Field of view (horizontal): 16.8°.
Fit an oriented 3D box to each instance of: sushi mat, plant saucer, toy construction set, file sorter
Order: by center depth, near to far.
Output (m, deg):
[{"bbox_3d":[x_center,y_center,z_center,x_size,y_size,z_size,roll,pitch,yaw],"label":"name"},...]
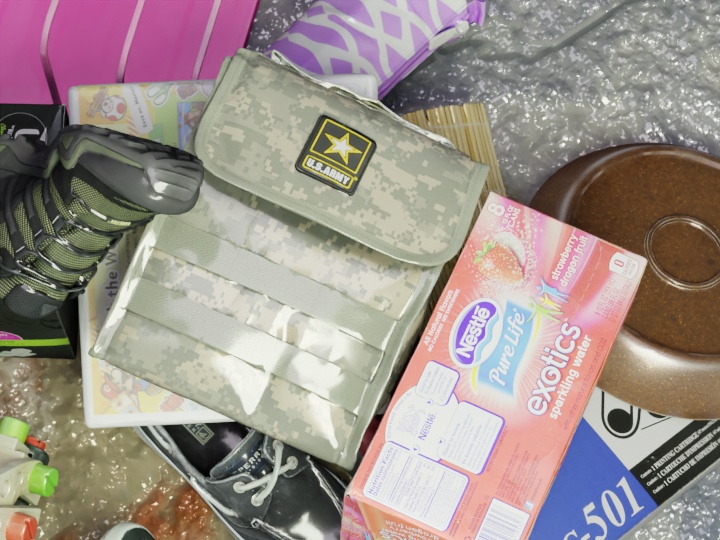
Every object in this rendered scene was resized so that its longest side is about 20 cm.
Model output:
[{"bbox_3d":[-0.255,0.106,1.429,0.199,0.131,0.092,29,77,24],"label":"toy construction set"},{"bbox_3d":[0.063,0.000,1.473,0.095,0.012,0.201,-12,86,-35],"label":"sushi mat"},{"bbox_3d":[0.196,-0.004,1.488,0.199,0.035,0.201,7,55,-10],"label":"plant saucer"},{"bbox_3d":[-0.174,-0.171,1.517,0.199,0.125,0.140,15,74,4],"label":"file sorter"}]

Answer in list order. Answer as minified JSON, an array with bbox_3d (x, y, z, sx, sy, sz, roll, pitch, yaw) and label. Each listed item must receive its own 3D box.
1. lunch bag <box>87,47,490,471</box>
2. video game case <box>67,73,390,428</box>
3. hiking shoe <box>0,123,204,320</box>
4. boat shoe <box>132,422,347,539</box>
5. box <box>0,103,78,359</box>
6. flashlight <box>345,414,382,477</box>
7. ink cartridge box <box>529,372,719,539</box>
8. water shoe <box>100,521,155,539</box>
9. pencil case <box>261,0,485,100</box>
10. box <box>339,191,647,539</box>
[{"bbox_3d":[-0.036,-0.010,1.363,0.163,0.118,0.201,25,86,-1],"label":"lunch bag"},{"bbox_3d":[-0.076,-0.012,1.428,0.181,0.023,0.201,-3,94,-2],"label":"video game case"},{"bbox_3d":[-0.152,-0.021,1.309,0.075,0.200,0.101,13,82,-36],"label":"hiking shoe"},{"bbox_3d":[-0.066,0.118,1.467,0.200,0.068,0.072,43,78,11],"label":"boat shoe"},{"bbox_3d":[-0.271,-0.023,1.462,0.199,0.149,0.125,2,74,0],"label":"box"},{"bbox_3d":[0.021,0.106,1.472,0.200,0.068,0.068,38,75,9],"label":"flashlight"},{"bbox_3d":[0.148,0.109,1.452,0.200,0.044,0.094,-34,76,-30],"label":"ink cartridge box"},{"bbox_3d":[-0.105,0.228,1.370,0.079,0.071,0.201,-25,53,25],"label":"water shoe"},{"bbox_3d":[-0.011,-0.123,1.510,0.085,0.084,0.200,37,64,16],"label":"pencil case"},{"bbox_3d":[0.073,0.073,1.361,0.102,0.095,0.201,23,68,6],"label":"box"}]
